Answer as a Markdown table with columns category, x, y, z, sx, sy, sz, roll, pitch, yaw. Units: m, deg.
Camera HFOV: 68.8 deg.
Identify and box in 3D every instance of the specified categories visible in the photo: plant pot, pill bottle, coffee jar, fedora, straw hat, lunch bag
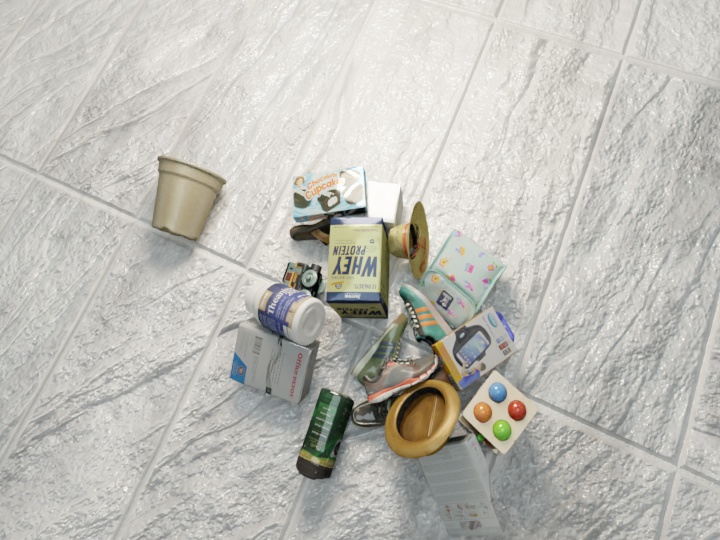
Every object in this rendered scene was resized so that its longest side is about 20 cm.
| category | x | y | z | sx | sy | sz | roll | pitch | yaw |
| --- | --- | --- | --- | --- | --- | --- | --- | --- | --- |
| plant pot | -0.492 | -0.191 | 1.463 | 0.194 | 0.200 | 0.190 | 15 | 86 | 12 |
| pill bottle | -0.188 | 0.095 | 1.275 | 0.195 | 0.111 | 0.114 | 19 | 74 | 34 |
| coffee jar | -0.085 | 0.393 | 1.258 | 0.082 | 0.105 | 0.206 | 15 | 74 | 16 |
| fedora | 0.148 | 0.344 | 1.180 | 0.195 | 0.083 | 0.203 | -23 | 32 | 15 |
| straw hat | 0.113 | -0.073 | 1.342 | 0.082 | 0.201 | 0.209 | 2 | 72 | 22 |
| lunch bag | 0.248 | 0.027 | 1.325 | 0.169 | 0.122 | 0.203 | 37 | 96 | 13 |

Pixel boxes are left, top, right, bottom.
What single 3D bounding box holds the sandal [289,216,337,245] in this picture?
| category | x | y | z | sx | sy | sz | roll | pitch | yaw |
| --- | --- | --- | --- | --- | --- | --- | --- | --- | --- |
| sandal | -0.107 | -0.096 | 1.414 | 0.193 | 0.082 | 0.057 | -7 | 65 | 21 |

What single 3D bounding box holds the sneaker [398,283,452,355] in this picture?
| category | x | y | z | sx | sy | sz | roll | pitch | yaw |
| --- | --- | --- | --- | --- | --- | --- | --- | --- | --- |
| sneaker | 0.154 | 0.127 | 1.318 | 0.079 | 0.072 | 0.201 | -38 | 80 | -15 |

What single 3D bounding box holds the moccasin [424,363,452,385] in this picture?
| category | x | y | z | sx | sy | sz | roll | pitch | yaw |
| --- | --- | --- | --- | --- | --- | --- | --- | --- | --- |
| moccasin | 0.239 | 0.237 | 1.283 | 0.078 | 0.074 | 0.202 | 43 | 78 | 3 |

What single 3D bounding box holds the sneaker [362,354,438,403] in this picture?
| category | x | y | z | sx | sy | sz | roll | pitch | yaw |
| --- | --- | --- | --- | --- | --- | --- | --- | --- | --- |
| sneaker | 0.093 | 0.236 | 1.248 | 0.195 | 0.077 | 0.084 | -26 | 84 | -10 |

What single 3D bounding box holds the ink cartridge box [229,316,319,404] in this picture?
| category | x | y | z | sx | sy | sz | roll | pitch | yaw |
| --- | --- | --- | --- | --- | --- | --- | --- | --- | --- |
| ink cartridge box | -0.213 | 0.223 | 1.312 | 0.193 | 0.084 | 0.150 | 17 | 103 | 12 |

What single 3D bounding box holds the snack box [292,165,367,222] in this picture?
| category | x | y | z | sx | sy | sz | roll | pitch | yaw |
| --- | --- | --- | --- | --- | --- | --- | --- | --- | --- |
| snack box | -0.080 | -0.197 | 1.363 | 0.192 | 0.037 | 0.121 | -7 | 70 | 10 |

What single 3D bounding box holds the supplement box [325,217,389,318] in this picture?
| category | x | y | z | sx | sy | sz | roll | pitch | yaw |
| --- | --- | --- | --- | --- | --- | --- | --- | --- | --- |
| supplement box | 0.000 | 0.000 | 1.318 | 0.129 | 0.200 | 0.208 | 0 | 74 | 9 |

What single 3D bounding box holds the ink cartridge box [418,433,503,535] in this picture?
| category | x | y | z | sx | sy | sz | roll | pitch | yaw |
| --- | --- | --- | --- | --- | --- | --- | --- | --- | --- |
| ink cartridge box | 0.225 | 0.481 | 1.179 | 0.056 | 0.161 | 0.205 | -23 | 86 | -46 |

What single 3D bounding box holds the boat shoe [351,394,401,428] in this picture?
| category | x | y | z | sx | sy | sz | roll | pitch | yaw |
| --- | --- | --- | --- | --- | --- | --- | --- | --- | --- |
| boat shoe | 0.070 | 0.334 | 1.275 | 0.193 | 0.066 | 0.074 | -9 | 68 | 1 |

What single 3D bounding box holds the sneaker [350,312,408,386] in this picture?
| category | x | y | z | sx | sy | sz | roll | pitch | yaw |
| --- | --- | --- | --- | --- | --- | --- | --- | --- | --- |
| sneaker | 0.070 | 0.212 | 1.319 | 0.089 | 0.067 | 0.201 | 40 | 84 | 13 |

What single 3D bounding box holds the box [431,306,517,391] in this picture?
| category | x | y | z | sx | sy | sz | roll | pitch | yaw |
| --- | --- | --- | --- | --- | --- | --- | --- | --- | --- |
| box | 0.278 | 0.178 | 1.243 | 0.196 | 0.042 | 0.121 | -31 | 83 | -12 |

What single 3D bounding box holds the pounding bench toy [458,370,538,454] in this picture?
| category | x | y | z | sx | sy | sz | roll | pitch | yaw |
| --- | --- | --- | --- | --- | --- | --- | --- | --- | --- |
| pounding bench toy | 0.286 | 0.355 | 1.194 | 0.123 | 0.157 | 0.201 | 39 | 81 | 17 |

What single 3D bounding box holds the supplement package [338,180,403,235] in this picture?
| category | x | y | z | sx | sy | sz | roll | pitch | yaw |
| --- | --- | --- | --- | --- | --- | --- | --- | --- | --- |
| supplement package | 0.011 | -0.168 | 1.418 | 0.192 | 0.114 | 0.114 | 8 | 73 | 12 |

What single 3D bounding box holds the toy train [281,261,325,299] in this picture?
| category | x | y | z | sx | sy | sz | roll | pitch | yaw |
| --- | --- | --- | --- | --- | --- | --- | --- | --- | --- |
| toy train | -0.166 | 0.074 | 1.386 | 0.110 | 0.085 | 0.207 | 12 | 77 | 25 |
